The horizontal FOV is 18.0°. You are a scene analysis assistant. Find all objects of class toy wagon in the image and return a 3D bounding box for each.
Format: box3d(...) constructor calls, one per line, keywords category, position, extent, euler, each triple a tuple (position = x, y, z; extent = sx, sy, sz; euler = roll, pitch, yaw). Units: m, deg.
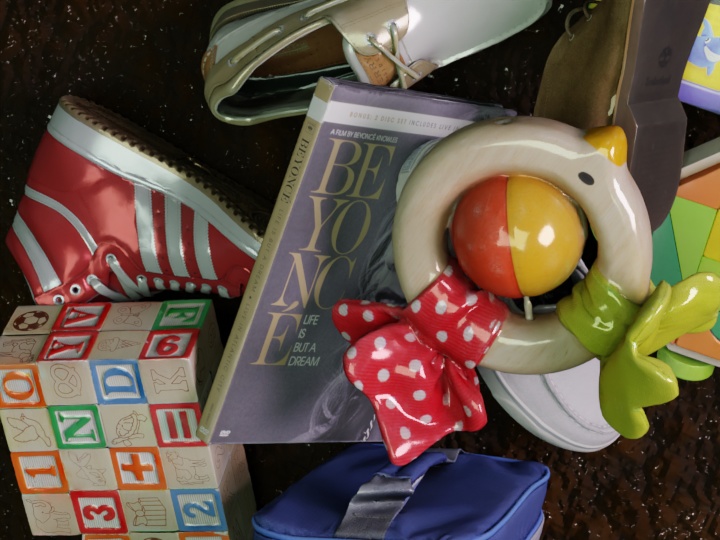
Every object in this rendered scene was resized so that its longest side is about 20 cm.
box3d(category="toy wagon", position=(0.199, -0.007, 1.181), extent=(0.199, 0.040, 0.156), euler=(19, 122, 9))

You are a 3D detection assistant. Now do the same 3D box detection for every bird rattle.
box3d(category="bird rattle", position=(0.077, 0.003, 1.119), extent=(0.199, 0.113, 0.164), euler=(0, 108, 26))

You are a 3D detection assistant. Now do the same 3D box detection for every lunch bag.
box3d(category="lunch bag", position=(0.020, 0.161, 1.195), extent=(0.135, 0.200, 0.134), euler=(2, 100, 17))

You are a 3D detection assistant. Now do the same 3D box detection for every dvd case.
box3d(category="dvd case", position=(0.000, 0.000, 1.203), extent=(0.016, 0.148, 0.201), euler=(31, 108, 39))

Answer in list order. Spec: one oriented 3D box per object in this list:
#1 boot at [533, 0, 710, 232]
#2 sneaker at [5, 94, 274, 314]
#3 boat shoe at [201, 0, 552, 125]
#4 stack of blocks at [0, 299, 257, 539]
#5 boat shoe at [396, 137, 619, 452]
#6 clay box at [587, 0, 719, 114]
box3d(category="boot", position=(0.129, -0.125, 1.138), extent=(0.075, 0.073, 0.202), euler=(17, 100, 37))
box3d(category="sneaker", position=(-0.105, -0.001, 1.258), extent=(0.199, 0.071, 0.113), euler=(32, 102, 13))
box3d(category="boat shoe", position=(0.010, -0.121, 1.198), extent=(0.199, 0.069, 0.075), euler=(-16, 129, 21))
box3d(category="stack of blocks", position=(-0.124, 0.117, 1.257), extent=(0.114, 0.059, 0.201), euler=(-3, 121, 13))
box3d(category="boat shoe", position=(0.095, 0.015, 1.191), extent=(0.072, 0.068, 0.201), euler=(-37, 111, -26))
box3d(category="clay box", position=(0.193, -0.185, 1.166), extent=(0.114, 0.048, 0.201), euler=(19, 107, 8))
